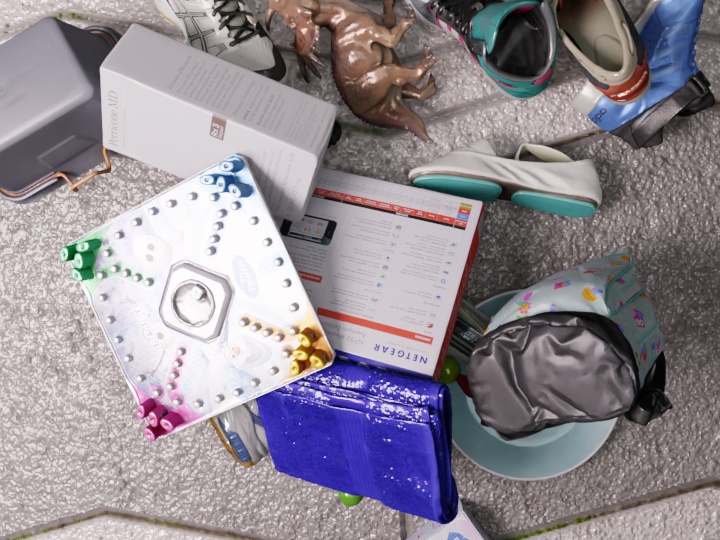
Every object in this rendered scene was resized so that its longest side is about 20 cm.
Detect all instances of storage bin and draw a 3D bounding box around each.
[{"bbox_3d":[-0.315,-0.150,0.748,0.199,0.134,0.146,-29,93,4],"label":"storage bin"}]

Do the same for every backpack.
[{"bbox_3d":[0.200,0.063,0.693,0.166,0.199,0.128,-10,98,37],"label":"backpack"}]

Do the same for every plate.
[{"bbox_3d":[0.175,0.119,0.807,0.198,0.026,0.202,0,93,1],"label":"plate"}]

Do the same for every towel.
[{"bbox_3d":[-0.009,0.153,0.700,0.198,0.050,0.149,8,119,30],"label":"towel"}]

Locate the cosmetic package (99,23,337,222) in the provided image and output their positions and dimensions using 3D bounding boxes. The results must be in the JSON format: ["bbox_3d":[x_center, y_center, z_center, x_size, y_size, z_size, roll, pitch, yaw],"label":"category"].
[{"bbox_3d":[-0.129,-0.130,0.694,0.198,0.102,0.074,20,53,-3],"label":"cosmetic package"}]

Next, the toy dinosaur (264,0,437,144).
[{"bbox_3d":[-0.002,-0.203,0.762,0.135,0.086,0.201,-25,97,3],"label":"toy dinosaur"}]

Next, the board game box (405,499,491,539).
[{"bbox_3d":[0.089,0.386,0.819,0.199,0.041,0.201,-37,92,4],"label":"board game box"}]

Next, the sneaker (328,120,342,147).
[{"bbox_3d":[-0.112,-0.179,0.772,0.198,0.076,0.088,12,89,1],"label":"sneaker"}]

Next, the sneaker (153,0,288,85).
[{"bbox_3d":[-0.141,-0.249,0.728,0.075,0.088,0.200,-34,73,-27],"label":"sneaker"}]

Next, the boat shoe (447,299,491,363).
[{"bbox_3d":[0.062,0.032,0.771,0.199,0.062,0.072,29,92,13],"label":"boat shoe"}]

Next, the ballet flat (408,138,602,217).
[{"bbox_3d":[0.148,-0.100,0.779,0.198,0.069,0.070,8,94,-3],"label":"ballet flat"}]

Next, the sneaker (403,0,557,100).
[{"bbox_3d":[0.113,-0.242,0.726,0.200,0.121,0.084,41,93,-9],"label":"sneaker"}]

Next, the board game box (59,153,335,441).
[{"bbox_3d":[-0.149,0.030,0.679,0.199,0.026,0.201,-24,92,16],"label":"board game box"}]

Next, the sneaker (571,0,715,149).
[{"bbox_3d":[0.312,-0.213,0.752,0.111,0.077,0.200,38,98,5],"label":"sneaker"}]

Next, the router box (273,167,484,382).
[{"bbox_3d":[0.000,0.000,0.733,0.198,0.049,0.181,14,67,15],"label":"router box"}]

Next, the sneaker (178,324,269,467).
[{"bbox_3d":[-0.127,0.098,0.773,0.088,0.075,0.201,-34,122,-23],"label":"sneaker"}]

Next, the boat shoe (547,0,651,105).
[{"bbox_3d":[0.208,-0.246,0.728,0.071,0.062,0.201,-35,64,26],"label":"boat shoe"}]

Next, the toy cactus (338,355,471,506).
[{"bbox_3d":[0.024,0.143,0.784,0.165,0.102,0.201,44,121,22],"label":"toy cactus"}]
